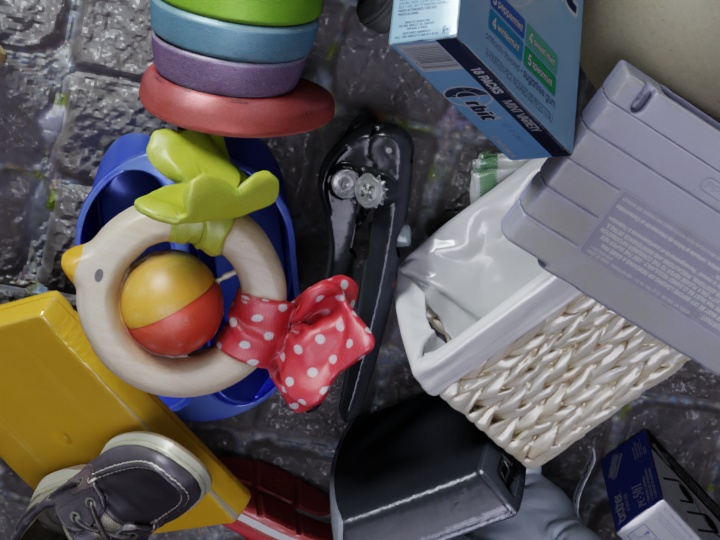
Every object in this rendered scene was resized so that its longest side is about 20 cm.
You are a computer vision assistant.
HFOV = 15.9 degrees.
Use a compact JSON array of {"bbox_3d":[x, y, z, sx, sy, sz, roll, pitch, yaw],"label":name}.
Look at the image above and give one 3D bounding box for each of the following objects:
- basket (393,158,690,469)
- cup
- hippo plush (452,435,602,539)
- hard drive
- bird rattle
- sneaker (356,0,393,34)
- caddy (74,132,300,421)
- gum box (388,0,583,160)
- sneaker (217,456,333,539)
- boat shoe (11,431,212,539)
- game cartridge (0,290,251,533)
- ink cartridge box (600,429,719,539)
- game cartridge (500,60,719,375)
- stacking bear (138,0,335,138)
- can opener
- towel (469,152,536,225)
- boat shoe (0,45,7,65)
[{"bbox_3d":[0.136,0.012,1.637,0.200,0.136,0.123,-38,117,16],"label":"basket"},{"bbox_3d":[0.209,-0.166,1.560,0.143,0.201,0.200,-21,119,37],"label":"cup"},{"bbox_3d":[0.090,0.219,1.718,0.160,0.159,0.201,-10,114,-29],"label":"hippo plush"},{"bbox_3d":[0.041,0.129,1.694,0.134,0.200,0.042,-21,105,9],"label":"hard drive"},{"bbox_3d":[-0.092,0.011,1.591,0.162,0.113,0.201,-25,118,7],"label":"bird rattle"},{"bbox_3d":[0.016,-0.252,1.569,0.104,0.060,0.200,23,110,-14],"label":"sneaker"},{"bbox_3d":[-0.109,0.001,1.671,0.141,0.105,0.201,-5,118,2],"label":"caddy"},{"bbox_3d":[0.077,-0.186,1.449,0.044,0.201,0.170,-3,160,26],"label":"gum box"},{"bbox_3d":[-0.049,0.215,1.804,0.199,0.078,0.116,25,113,-13],"label":"sneaker"},{"bbox_3d":[-0.166,0.158,1.680,0.072,0.065,0.200,44,145,-18],"label":"boat shoe"},{"bbox_3d":[-0.190,0.100,1.714,0.176,0.032,0.200,-13,125,48],"label":"game cartridge"},{"bbox_3d":[0.249,0.209,1.798,0.044,0.094,0.200,-37,112,16],"label":"ink cartridge box"},{"bbox_3d":[0.196,-0.022,1.528,0.200,0.038,0.130,31,112,-18],"label":"game cartridge"},{"bbox_3d":[-0.070,-0.192,1.569,0.121,0.114,0.201,14,109,14],"label":"stacking bear"},{"bbox_3d":[0.000,0.000,1.657,0.063,0.079,0.201,9,97,18],"label":"can opener"},{"bbox_3d":[0.171,-0.016,1.717,0.199,0.031,0.150,-3,120,-2],"label":"towel"},{"bbox_3d":[-0.288,-0.195,1.589,0.066,0.074,0.200,-30,117,0],"label":"boat shoe"}]
